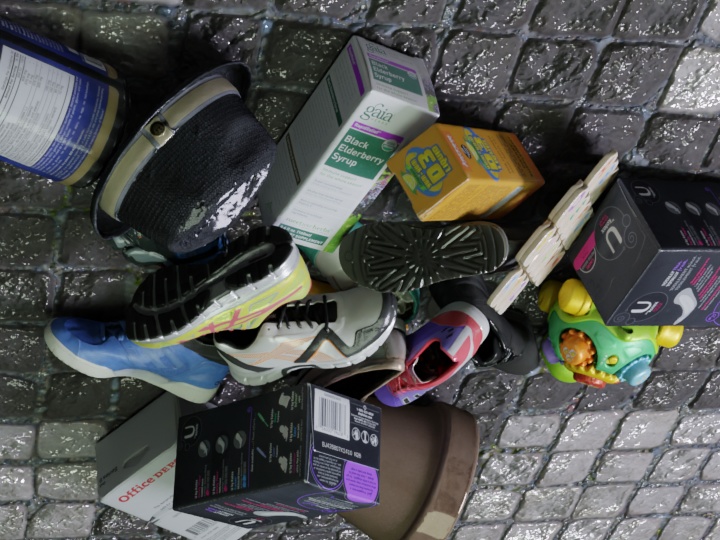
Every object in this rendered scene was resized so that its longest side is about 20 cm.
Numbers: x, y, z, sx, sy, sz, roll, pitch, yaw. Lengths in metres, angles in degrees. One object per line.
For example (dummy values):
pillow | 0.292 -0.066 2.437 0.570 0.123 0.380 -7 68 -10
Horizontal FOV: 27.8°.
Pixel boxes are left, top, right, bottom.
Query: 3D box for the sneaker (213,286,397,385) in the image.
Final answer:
sneaker | -0.058 0.059 1.463 0.198 0.074 0.080 -20 141 16

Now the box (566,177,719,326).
box | 0.342 -0.018 1.546 0.198 0.107 0.123 1 137 -30

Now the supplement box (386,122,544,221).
supplement box | 0.103 -0.091 1.376 0.069 0.067 0.199 -37 167 25

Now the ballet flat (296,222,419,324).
ballet flat | 0.000 0.000 1.515 0.067 0.071 0.200 -33 136 22

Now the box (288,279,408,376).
box | -0.060 0.065 1.595 0.198 0.042 0.119 15 132 -32

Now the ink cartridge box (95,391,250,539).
ink cartridge box | -0.191 0.235 1.714 0.145 0.085 0.199 -36 134 23

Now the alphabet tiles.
alphabet tiles | 0.199 -0.034 1.474 0.196 0.015 0.200 -51 167 1

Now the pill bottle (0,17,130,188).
pill bottle | -0.303 -0.152 1.225 0.199 0.113 0.112 22 128 -34

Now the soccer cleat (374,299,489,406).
soccer cleat | 0.061 0.102 1.559 0.068 0.073 0.200 44 138 -4

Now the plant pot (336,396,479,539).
plant pot | 0.019 0.227 1.706 0.173 0.201 0.201 24 129 -15

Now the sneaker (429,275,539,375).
sneaker | 0.144 0.078 1.630 0.076 0.091 0.200 -33 137 18

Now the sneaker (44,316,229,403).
sneaker | -0.221 0.062 1.522 0.198 0.077 0.112 21 119 -20

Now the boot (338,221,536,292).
boot | 0.086 -0.022 1.465 0.180 0.200 0.074 1 98 13

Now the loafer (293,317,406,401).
loafer | -0.015 0.120 1.580 0.071 0.063 0.200 10 144 -30

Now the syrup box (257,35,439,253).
syrup box | -0.016 -0.116 1.371 0.078 0.082 0.200 14 133 -30

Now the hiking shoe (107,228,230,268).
hiking shoe | -0.157 -0.024 1.439 0.086 0.075 0.199 -38 134 27

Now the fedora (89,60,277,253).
fedora | -0.143 -0.085 1.288 0.201 0.091 0.201 -46 170 -11

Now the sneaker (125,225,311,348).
sneaker | -0.134 0.033 1.405 0.198 0.079 0.090 -21 145 18

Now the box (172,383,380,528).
box | -0.089 0.201 1.548 0.199 0.107 0.122 -18 151 37

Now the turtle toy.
turtle toy | 0.260 0.078 1.627 0.144 0.102 0.200 19 175 -10
